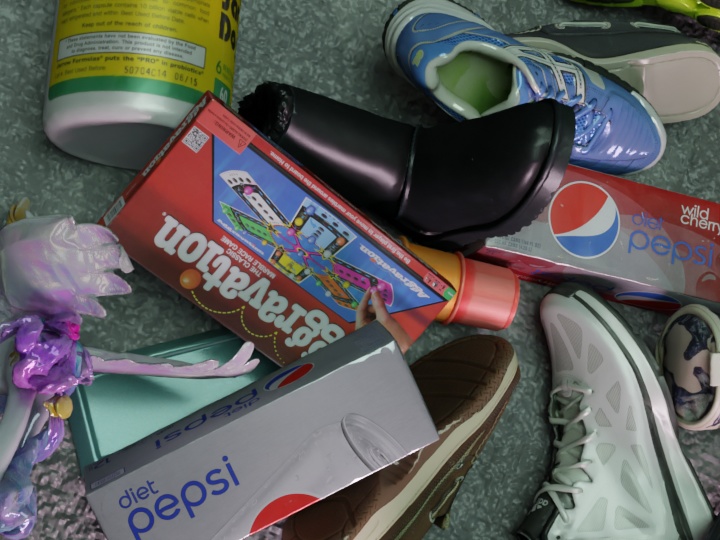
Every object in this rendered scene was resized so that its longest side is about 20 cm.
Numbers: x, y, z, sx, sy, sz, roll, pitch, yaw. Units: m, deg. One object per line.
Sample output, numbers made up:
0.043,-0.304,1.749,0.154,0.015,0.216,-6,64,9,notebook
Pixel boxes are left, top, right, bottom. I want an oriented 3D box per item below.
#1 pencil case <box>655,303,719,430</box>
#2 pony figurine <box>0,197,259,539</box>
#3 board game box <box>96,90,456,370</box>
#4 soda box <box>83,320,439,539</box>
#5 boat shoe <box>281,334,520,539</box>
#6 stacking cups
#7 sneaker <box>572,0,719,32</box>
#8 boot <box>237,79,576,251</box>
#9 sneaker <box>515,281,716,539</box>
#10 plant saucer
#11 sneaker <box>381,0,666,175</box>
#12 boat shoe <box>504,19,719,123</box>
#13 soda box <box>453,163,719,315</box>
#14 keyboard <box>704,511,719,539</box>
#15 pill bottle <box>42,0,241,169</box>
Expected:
0.283,0.071,1.195,0.198,0.089,0.079,8,80,-27,pencil case
-0.182,0.049,1.030,0.167,0.192,0.201,52,56,-45,pony figurine
-0.046,-0.006,1.088,0.199,0.019,0.103,37,100,-26,board game box
-0.058,0.107,1.077,0.198,0.063,0.069,-26,102,-5,soda box
0.031,0.125,1.142,0.202,0.074,0.075,-43,128,-26,boat shoe
0.000,0.000,1.151,0.198,0.060,0.061,14,75,-18,stacking cups
0.219,-0.213,1.238,0.198,0.074,0.084,14,65,6,sneaker
0.016,-0.072,1.105,0.161,0.198,0.074,19,71,-20,boot
0.139,0.115,1.164,0.115,0.076,0.202,-25,90,-22,sneaker
-0.081,0.069,1.135,0.198,0.019,0.071,-13,84,-21,plant saucer
0.105,-0.103,1.165,0.198,0.077,0.076,20,111,-17,sneaker
0.141,-0.132,1.235,0.198,0.063,0.073,-2,121,-9,boat shoe
0.164,-0.020,1.207,0.198,0.063,0.071,14,76,-15,soda box
0.245,0.211,1.168,0.200,0.020,0.128,-47,114,-45,keyboard
-0.126,-0.171,1.119,0.112,0.113,0.202,8,76,-16,pill bottle
